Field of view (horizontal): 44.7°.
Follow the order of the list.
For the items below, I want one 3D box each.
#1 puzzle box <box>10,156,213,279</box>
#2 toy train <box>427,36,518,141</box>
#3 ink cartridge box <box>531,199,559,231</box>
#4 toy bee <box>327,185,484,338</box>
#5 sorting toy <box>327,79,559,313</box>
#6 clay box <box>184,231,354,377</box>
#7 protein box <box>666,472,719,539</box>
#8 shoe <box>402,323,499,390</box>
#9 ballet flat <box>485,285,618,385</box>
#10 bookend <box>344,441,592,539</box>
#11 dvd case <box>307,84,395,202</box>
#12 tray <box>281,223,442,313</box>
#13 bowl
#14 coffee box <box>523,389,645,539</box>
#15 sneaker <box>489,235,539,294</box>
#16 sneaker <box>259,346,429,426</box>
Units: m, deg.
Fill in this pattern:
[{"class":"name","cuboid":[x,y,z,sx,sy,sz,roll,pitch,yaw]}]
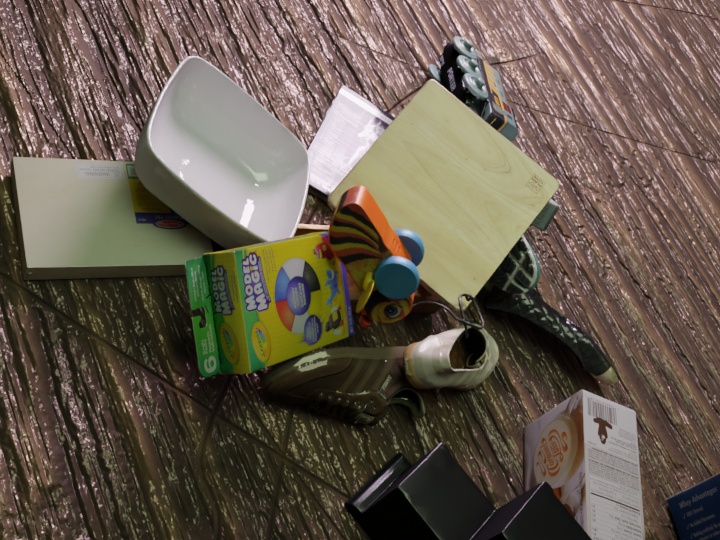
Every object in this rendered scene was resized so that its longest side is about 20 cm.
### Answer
[{"class":"puzzle box","cuboid":[-0.259,-0.055,0.925,0.197,0.025,0.135,-1,59,-31]},{"class":"toy train","cuboid":[0.164,-0.255,1.273,0.113,0.085,0.202,29,35,-27]},{"class":"ink cartridge box","cuboid":[0.159,-0.138,1.196,0.198,0.044,0.174,29,12,-13]},{"class":"toy bee","cuboid":[0.022,0.015,0.919,0.201,0.108,0.131,56,29,-2]},{"class":"sorting toy","cuboid":[0.094,-0.081,1.031,0.199,0.070,0.199,39,75,5]},{"class":"clay box","cuboid":[-0.085,0.030,0.869,0.199,0.047,0.117,-16,100,-56]},{"class":"protein box","cuboid":[0.492,0.322,0.993,0.133,0.199,0.203,5,56,-27]},{"class":"shoe","cuboid":[0.118,0.098,0.987,0.199,0.053,0.071,-3,74,-58]},{"class":"ballet flat","cuboid":[0.246,0.083,1.123,0.199,0.066,0.057,39,87,1]},{"class":"bookend","cuboid":[0.112,0.241,0.824,0.201,0.199,0.092,49,50,9]},{"class":"dvd case","cuboid":[0.006,-0.146,1.152,0.147,0.016,0.202,31,48,-9]},{"class":"tray","cuboid":[0.000,0.000,1.035,0.197,0.037,0.100,2,58,-29]},{"class":"bowl","cuboid":[-0.155,-0.113,0.965,0.199,0.074,0.202,38,36,-23]},{"class":"coffee box","cuboid":[0.239,0.251,0.952,0.079,0.115,0.202,22,51,-16]},{"class":"sneaker","cuboid":[0.176,-0.046,1.122,0.079,0.078,0.201,12,32,-36]},{"class":"sneaker","cuboid":[-0.007,0.126,0.921,0.197,0.070,0.077,-3,65,-31]}]
